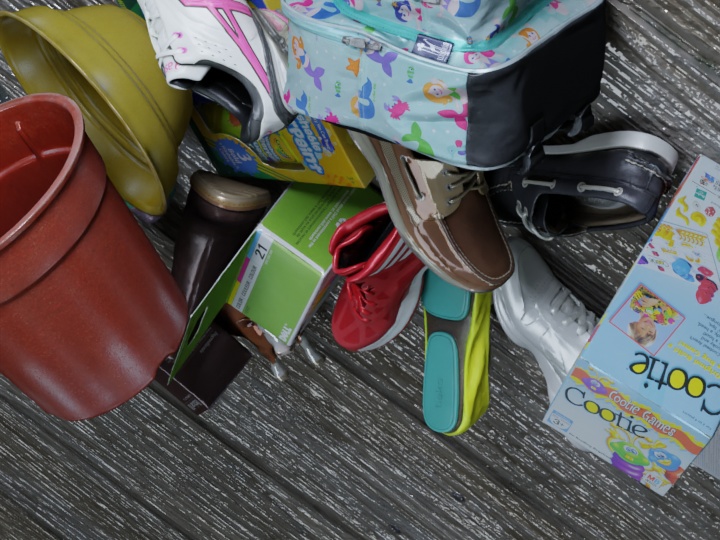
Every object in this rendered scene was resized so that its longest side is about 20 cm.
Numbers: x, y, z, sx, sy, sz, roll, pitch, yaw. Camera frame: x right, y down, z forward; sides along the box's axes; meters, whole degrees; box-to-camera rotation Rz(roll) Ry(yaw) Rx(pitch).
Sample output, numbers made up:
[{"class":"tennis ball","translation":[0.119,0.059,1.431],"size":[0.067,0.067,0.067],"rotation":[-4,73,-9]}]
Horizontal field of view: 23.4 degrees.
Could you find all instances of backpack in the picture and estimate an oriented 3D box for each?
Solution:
[{"class":"backpack","translation":[0.045,-0.160,1.162],"size":[0.199,0.177,0.151],"rotation":[12,123,32]}]

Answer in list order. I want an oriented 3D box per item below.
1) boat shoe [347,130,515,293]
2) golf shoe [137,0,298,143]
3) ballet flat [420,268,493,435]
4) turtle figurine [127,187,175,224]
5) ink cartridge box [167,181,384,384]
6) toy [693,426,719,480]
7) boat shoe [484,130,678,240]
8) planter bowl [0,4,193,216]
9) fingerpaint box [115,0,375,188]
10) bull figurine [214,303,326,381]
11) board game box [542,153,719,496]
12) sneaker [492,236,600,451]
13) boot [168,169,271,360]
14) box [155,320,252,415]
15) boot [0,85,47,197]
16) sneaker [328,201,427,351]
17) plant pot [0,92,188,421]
[{"class":"boat shoe","translation":[0.058,-0.073,1.317],"size":[0.200,0.076,0.072],"rotation":[55,143,-6]},{"class":"golf shoe","translation":[-0.119,-0.179,1.245],"size":[0.200,0.092,0.073],"rotation":[42,148,0]},{"class":"ballet flat","translation":[0.088,0.042,1.488],"size":[0.067,0.067,0.201],"rotation":[15,110,43]},{"class":"turtle figurine","translation":[-0.271,-0.116,1.621],"size":[0.149,0.101,0.200],"rotation":[9,149,46]},{"class":"ink cartridge box","translation":[-0.075,0.017,1.500],"size":[0.076,0.200,0.148],"rotation":[34,150,3]},{"class":"toy","translation":[0.303,0.119,1.397],"size":[0.200,0.047,0.116],"rotation":[35,141,40]},{"class":"boat shoe","translation":[0.152,-0.054,1.303],"size":[0.074,0.061,0.199],"rotation":[34,154,-33]},{"class":"planter bowl","translation":[-0.191,-0.146,1.361],"size":[0.200,0.083,0.201],"rotation":[42,162,17]},{"class":"fingerpaint box","translation":[-0.081,-0.164,1.380],"size":[0.166,0.073,0.200],"rotation":[8,140,39]},{"class":"bull figurine","translation":[-0.101,0.044,1.671],"size":[0.200,0.065,0.122],"rotation":[33,157,48]},{"class":"board game box","translation":[0.227,0.038,1.225],"size":[0.105,0.200,0.103],"rotation":[32,149,7]},{"class":"sneaker","translation":[0.180,0.052,1.422],"size":[0.099,0.075,0.201],"rotation":[-19,111,38]},{"class":"boot","translation":[-0.134,0.000,1.519],"size":[0.072,0.167,0.200],"rotation":[16,-178,-6]},{"class":"box","translation":[-0.205,0.048,1.670],"size":[0.200,0.075,0.100],"rotation":[39,166,-3]},{"class":"boot","translation":[-0.291,-0.081,1.520],"size":[0.200,0.068,0.131],"rotation":[38,164,33]},{"class":"sneaker","translation":[0.000,0.000,1.438],"size":[0.079,0.115,0.200],"rotation":[55,133,26]},{"class":"plant pot","translation":[-0.245,0.001,1.358],"size":[0.200,0.201,0.196],"rotation":[4,142,42]}]
